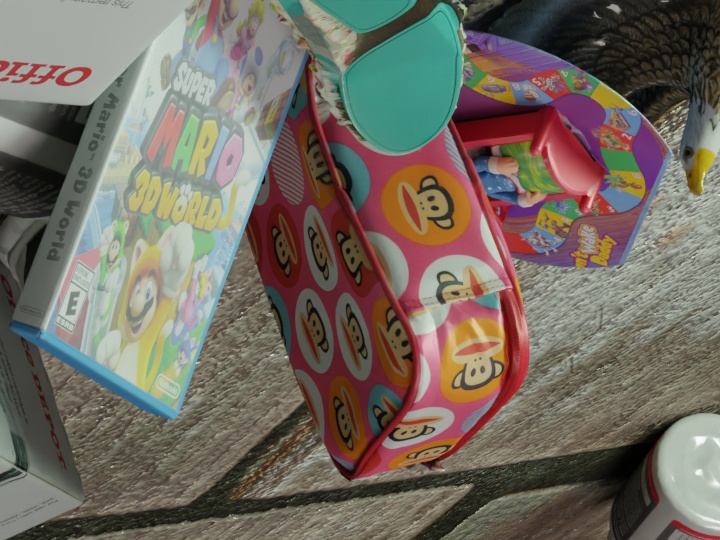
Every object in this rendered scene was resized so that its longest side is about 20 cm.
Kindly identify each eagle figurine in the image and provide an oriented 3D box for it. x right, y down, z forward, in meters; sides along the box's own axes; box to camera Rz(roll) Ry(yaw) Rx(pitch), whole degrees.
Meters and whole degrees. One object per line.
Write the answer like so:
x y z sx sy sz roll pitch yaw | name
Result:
0.169 -0.110 1.186 0.199 0.151 0.152 3 134 40 | eagle figurine

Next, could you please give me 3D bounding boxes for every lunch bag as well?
0.000 0.000 1.130 0.081 0.201 0.176 -11 158 -24 | lunch bag

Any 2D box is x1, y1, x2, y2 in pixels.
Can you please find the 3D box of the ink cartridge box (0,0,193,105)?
-0.107 -0.166 0.712 0.145 0.145 0.200 1 147 -47 | ink cartridge box

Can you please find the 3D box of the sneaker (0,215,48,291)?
-0.111 -0.031 1.113 0.073 0.080 0.200 -5 150 -35 | sneaker

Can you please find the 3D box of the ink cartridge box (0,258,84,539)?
-0.220 0.044 1.084 0.083 0.147 0.200 -24 158 7 | ink cartridge box

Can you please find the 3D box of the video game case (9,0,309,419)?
-0.072 -0.050 0.922 0.018 0.201 0.143 15 169 21 | video game case

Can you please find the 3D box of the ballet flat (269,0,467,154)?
-0.002 -0.118 0.938 0.075 0.064 0.200 -29 154 0 | ballet flat

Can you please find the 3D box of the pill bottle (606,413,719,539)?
0.286 0.216 2.032 0.110 0.111 0.200 -15 157 -20 | pill bottle

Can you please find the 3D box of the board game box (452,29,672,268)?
0.071 -0.045 1.179 0.157 0.039 0.200 22 153 4 | board game box

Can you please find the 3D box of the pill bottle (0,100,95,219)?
-0.147 -0.083 0.907 0.113 0.114 0.200 -31 157 19 | pill bottle
